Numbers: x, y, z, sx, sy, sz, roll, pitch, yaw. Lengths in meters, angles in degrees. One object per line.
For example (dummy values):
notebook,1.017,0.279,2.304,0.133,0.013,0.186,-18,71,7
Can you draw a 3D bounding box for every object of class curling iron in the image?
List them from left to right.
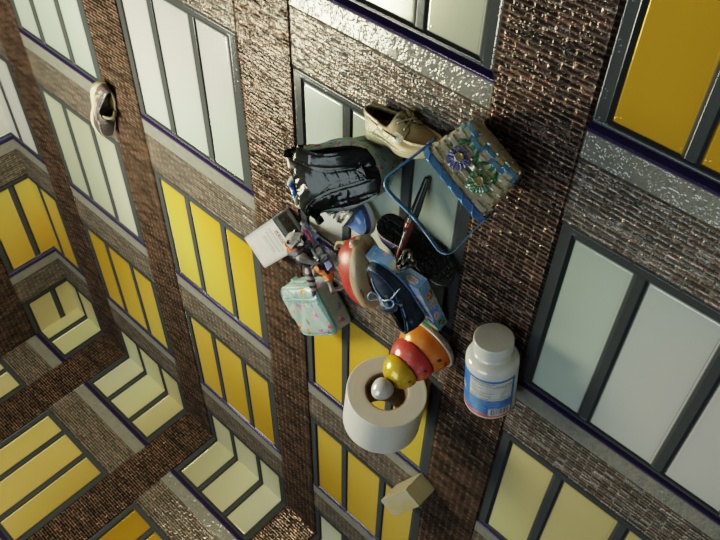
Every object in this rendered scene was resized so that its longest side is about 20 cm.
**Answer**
curling iron,0.108,-0.091,1.566,0.049,0.026,0.201,26,113,29

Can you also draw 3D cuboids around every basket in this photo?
basket,0.159,-0.150,1.342,0.176,0.139,0.200,48,115,2

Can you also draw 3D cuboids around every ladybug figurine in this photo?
ladybug figurine,0.000,0.000,1.733,0.072,0.136,0.200,4,139,22

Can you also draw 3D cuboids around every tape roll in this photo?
tape roll,0.059,0.336,1.972,0.203,0.203,0.139,38,146,23

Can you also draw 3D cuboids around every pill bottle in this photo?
pill bottle,0.272,0.205,1.636,0.112,0.112,0.200,31,142,32

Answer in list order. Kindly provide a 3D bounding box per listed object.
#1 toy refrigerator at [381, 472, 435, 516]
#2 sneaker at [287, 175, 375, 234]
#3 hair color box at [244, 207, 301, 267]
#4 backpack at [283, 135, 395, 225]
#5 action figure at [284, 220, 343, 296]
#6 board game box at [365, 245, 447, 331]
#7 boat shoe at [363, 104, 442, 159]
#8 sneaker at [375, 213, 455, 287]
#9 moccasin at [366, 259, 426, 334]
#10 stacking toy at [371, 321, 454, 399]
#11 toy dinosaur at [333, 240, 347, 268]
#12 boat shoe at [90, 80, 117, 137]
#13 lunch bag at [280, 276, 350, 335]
toy refrigerator,0.140,0.664,2.326,0.070,0.076,0.200,49,149,6
sneaker,-0.074,-0.137,1.698,0.200,0.146,0.081,54,138,6
hair color box,-0.219,-0.082,2.051,0.099,0.061,0.200,56,150,-6
backpack,-0.032,-0.197,1.564,0.199,0.127,0.167,-8,114,30
action figure,-0.116,-0.018,1.896,0.194,0.104,0.200,53,-177,-36
board game box,0.101,0.040,1.699,0.151,0.037,0.200,34,166,32
boat shoe,0.078,-0.260,1.458,0.200,0.072,0.065,30,144,42
sneaker,0.119,-0.037,1.653,0.200,0.076,0.088,43,168,15
moccasin,0.070,0.062,1.618,0.200,0.068,0.080,50,165,-33
stacking toy,0.100,0.219,1.783,0.146,0.200,0.146,41,161,17
toy dinosaur,-0.004,-0.045,1.823,0.101,0.058,0.201,15,123,22
boat shoe,-0.767,-0.474,2.376,0.065,0.072,0.200,42,143,25
lunch bag,-0.126,0.091,2.087,0.200,0.077,0.161,-6,117,55
